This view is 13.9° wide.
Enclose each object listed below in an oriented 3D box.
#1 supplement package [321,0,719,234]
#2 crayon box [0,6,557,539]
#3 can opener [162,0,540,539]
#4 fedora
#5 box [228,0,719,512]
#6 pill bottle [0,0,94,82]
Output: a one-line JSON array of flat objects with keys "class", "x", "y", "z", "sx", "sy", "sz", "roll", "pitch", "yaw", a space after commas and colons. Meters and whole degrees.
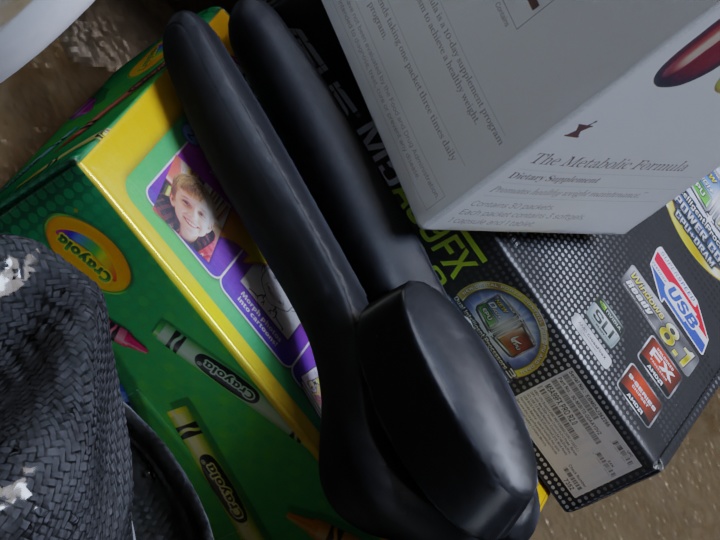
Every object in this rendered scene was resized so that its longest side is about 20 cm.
[{"class": "supplement package", "x": 0.098, "y": -0.107, "z": 0.898, "sx": 0.113, "sy": 0.200, "sz": 0.110, "roll": 0, "pitch": 61, "yaw": -49}, {"class": "crayon box", "x": -0.025, "y": 0.026, "z": 0.958, "sx": 0.200, "sy": 0.058, "sz": 0.119, "roll": 52, "pitch": 33, "yaw": -11}, {"class": "can opener", "x": 0.000, "y": 0.000, "z": 0.905, "sx": 0.063, "sy": 0.079, "sz": 0.201, "roll": -4, "pitch": 58, "yaw": -44}, {"class": "fedora", "x": -0.114, "y": 0.053, "z": 0.727, "sx": 0.200, "sy": 0.092, "sz": 0.201, "roll": 13, "pitch": 41, "yaw": -12}, {"class": "box", "x": 0.059, "y": -0.041, "z": 1.020, "sx": 0.200, "sy": 0.044, "sz": 0.160, "roll": 55, "pitch": 37, "yaw": -8}, {"class": "pill bottle", "x": -0.157, "y": -0.154, "z": 0.879, "sx": 0.200, "sy": 0.116, "sz": 0.116, "roll": 45, "pitch": 35, "yaw": -18}]
